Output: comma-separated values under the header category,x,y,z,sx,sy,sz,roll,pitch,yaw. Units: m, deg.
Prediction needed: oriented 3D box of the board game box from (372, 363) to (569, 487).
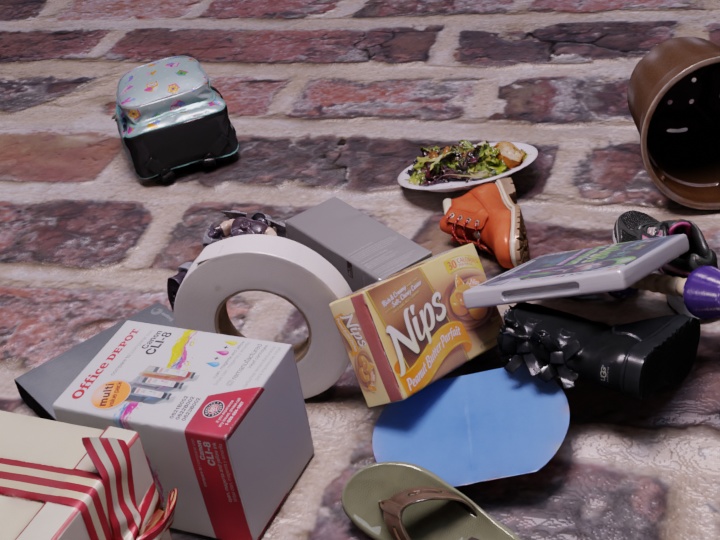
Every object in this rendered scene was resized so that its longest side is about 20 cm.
category,x,y,z,sx,sy,sz,roll,pitch,yaw
board game box,0.113,0.169,1.126,0.199,0.039,0.158,-13,33,9

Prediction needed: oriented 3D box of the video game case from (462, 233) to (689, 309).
category,x,y,z,sx,sy,sz,roll,pitch,yaw
video game case,0.234,0.000,1.206,0.181,0.023,0.200,-9,7,36

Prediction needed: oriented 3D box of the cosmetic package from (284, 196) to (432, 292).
category,x,y,z,sx,sy,sz,roll,pitch,yaw
cosmetic package,0.000,0.000,1.349,0.090,0.107,0.200,-29,36,-28

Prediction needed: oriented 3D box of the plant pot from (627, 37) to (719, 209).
category,x,y,z,sx,sy,sz,roll,pitch,yaw
plant pot,0.449,-0.211,1.479,0.199,0.201,0.198,-7,26,4

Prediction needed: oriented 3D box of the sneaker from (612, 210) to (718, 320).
category,x,y,z,sx,sy,sz,roll,pitch,yaw
sneaker,0.367,-0.030,1.318,0.080,0.087,0.200,-17,33,-14

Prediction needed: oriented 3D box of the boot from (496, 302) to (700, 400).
category,x,y,z,sx,sy,sz,roll,pitch,yaw
boot,0.246,0.074,1.164,0.162,0.074,0.198,14,17,34

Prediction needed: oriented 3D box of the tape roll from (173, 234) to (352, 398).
category,x,y,z,sx,sy,sz,roll,pitch,yaw
tape roll,-0.101,0.053,1.204,0.202,0.203,0.037,0,34,14

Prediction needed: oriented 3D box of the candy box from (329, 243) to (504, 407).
category,x,y,z,sx,sy,sz,roll,pitch,yaw
candy box,0.066,0.054,1.191,0.055,0.116,0.200,-20,2,44

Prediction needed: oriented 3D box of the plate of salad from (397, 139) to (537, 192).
category,x,y,z,sx,sy,sz,roll,pitch,yaw
plate of salad,0.147,-0.156,1.572,0.199,0.048,0.200,-12,20,5

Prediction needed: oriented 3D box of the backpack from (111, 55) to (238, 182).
category,x,y,z,sx,sy,sz,roll,pitch,yaw
backpack,-0.300,-0.248,1.765,0.175,0.154,0.200,-21,28,-8

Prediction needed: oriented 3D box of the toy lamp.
category,x,y,z,sx,sy,sz,roll,pitch,yaw
toy lamp,0.340,0.018,1.221,0.058,0.058,0.200,-22,11,-18

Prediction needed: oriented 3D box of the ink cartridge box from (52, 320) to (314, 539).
category,x,y,z,sx,sy,sz,roll,pitch,yaw
ink cartridge box,-0.172,0.157,1.118,0.199,0.145,0.145,6,36,23

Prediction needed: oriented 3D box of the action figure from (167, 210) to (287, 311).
category,x,y,z,sx,sy,sz,roll,pitch,yaw
action figure,-0.169,-0.021,1.462,0.130,0.070,0.200,4,31,32

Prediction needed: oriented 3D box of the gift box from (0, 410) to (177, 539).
category,x,y,z,sx,sy,sz,roll,pitch,yaw
gift box,-0.279,0.237,0.982,0.186,0.200,0.185,7,41,21

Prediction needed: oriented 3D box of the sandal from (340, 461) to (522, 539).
category,x,y,z,sx,sy,sz,roll,pitch,yaw
sandal,0.066,0.225,1.010,0.201,0.057,0.080,20,75,36

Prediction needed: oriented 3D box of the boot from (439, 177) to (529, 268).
category,x,y,z,sx,sy,sz,roll,pitch,yaw
boot,0.157,-0.050,1.423,0.107,0.075,0.200,-11,24,3

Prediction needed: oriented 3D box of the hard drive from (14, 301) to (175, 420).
category,x,y,z,sx,sy,sz,roll,pitch,yaw
hard drive,-0.281,0.117,1.308,0.200,0.033,0.139,-30,38,-29
